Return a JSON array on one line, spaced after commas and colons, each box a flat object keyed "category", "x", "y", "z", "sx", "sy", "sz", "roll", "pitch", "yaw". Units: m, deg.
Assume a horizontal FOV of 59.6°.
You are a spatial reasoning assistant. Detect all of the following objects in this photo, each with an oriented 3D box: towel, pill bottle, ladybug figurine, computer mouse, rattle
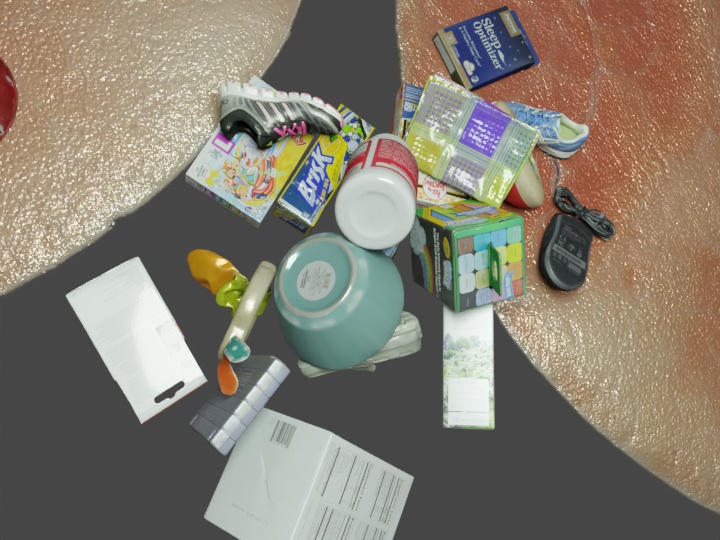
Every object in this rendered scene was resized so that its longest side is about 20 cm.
[{"category": "towel", "x": 0.166, "y": -0.202, "z": 0.998, "sx": 0.198, "sy": 0.023, "sz": 0.145, "roll": 29, "pitch": 107, "yaw": 3}, {"category": "pill bottle", "x": 0.029, "y": -0.125, "z": 0.914, "sx": 0.111, "sy": 0.113, "sz": 0.201, "roll": 28, "pitch": 31, "yaw": -9}, {"category": "ladybug figurine", "x": 0.254, "y": -0.187, "z": 1.074, "sx": 0.202, "sy": 0.071, "sz": 0.137, "roll": 59, "pitch": 25, "yaw": -23}, {"category": "computer mouse", "x": 0.368, "y": -0.040, "z": 1.117, "sx": 0.137, "sy": 0.053, "sz": 0.202, "roll": 35, "pitch": 59, "yaw": -5}, {"category": "rattle", "x": -0.197, "y": 0.056, "z": 0.854, "sx": 0.142, "sy": 0.130, "sz": 0.202, "roll": 38, "pitch": 41, "yaw": -15}]

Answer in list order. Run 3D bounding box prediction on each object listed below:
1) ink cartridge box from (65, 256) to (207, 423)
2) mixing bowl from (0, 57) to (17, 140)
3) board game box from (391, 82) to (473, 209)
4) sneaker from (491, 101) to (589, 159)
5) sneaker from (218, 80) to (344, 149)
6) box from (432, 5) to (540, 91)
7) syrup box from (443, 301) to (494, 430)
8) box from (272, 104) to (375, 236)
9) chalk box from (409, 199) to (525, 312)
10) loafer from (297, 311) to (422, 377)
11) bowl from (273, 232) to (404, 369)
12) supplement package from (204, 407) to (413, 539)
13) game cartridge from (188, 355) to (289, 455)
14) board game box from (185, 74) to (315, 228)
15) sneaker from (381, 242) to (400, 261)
[{"category": "ink cartridge box", "x": -0.309, "y": 0.097, "z": 0.880, "sx": 0.108, "sy": 0.050, "sz": 0.202, "roll": -30, "pitch": 89, "yaw": -21}, {"category": "mixing bowl", "x": -0.578, "y": -0.256, "z": 0.842, "sx": 0.196, "sy": 0.108, "sz": 0.205, "roll": 4, "pitch": 77, "yaw": -17}, {"category": "board game box", "x": 0.125, "y": -0.202, "z": 1.076, "sx": 0.148, "sy": 0.046, "sz": 0.204, "roll": 12, "pitch": 75, "yaw": -14}, {"category": "sneaker", "x": 0.318, "y": -0.266, "z": 1.132, "sx": 0.196, "sy": 0.077, "sz": 0.077, "roll": 13, "pitch": 76, "yaw": -12}, {"category": "sneaker", "x": -0.124, "y": -0.220, "z": 0.950, "sx": 0.196, "sy": 0.074, "sz": 0.089, "roll": 11, "pitch": 79, "yaw": -2}, {"category": "box", "x": 0.242, "y": -0.413, "z": 1.166, "sx": 0.197, "sy": 0.032, "sz": 0.123, "roll": -26, "pitch": 87, "yaw": -21}, {"category": "syrup box", "x": 0.169, "y": 0.144, "z": 0.985, "sx": 0.077, "sy": 0.081, "sz": 0.204, "roll": -1, "pitch": 76, "yaw": 11}, {"category": "box", "x": -0.059, "y": -0.159, "z": 1.002, "sx": 0.069, "sy": 0.064, "sz": 0.202, "roll": 33, "pitch": 71, "yaw": -7}, {"category": "chalk box", "x": 0.170, "y": -0.023, "z": 0.954, "sx": 0.122, "sy": 0.200, "sz": 0.127, "roll": -12, "pitch": 111, "yaw": -18}, {"category": "loafer", "x": 0.002, "y": 0.126, "z": 0.957, "sx": 0.196, "sy": 0.070, "sz": 0.071, "roll": -17, "pitch": 113, "yaw": -8}, {"category": "bowl", "x": -0.044, "y": 0.027, "z": 0.895, "sx": 0.197, "sy": 0.105, "sz": 0.205, "roll": -7, "pitch": 64, "yaw": 15}, {"category": "supplement package", "x": -0.060, "y": 0.292, "z": 0.815, "sx": 0.200, "sy": 0.150, "sz": 0.153, "roll": 41, "pitch": 65, "yaw": -43}, {"category": "game cartridge", "x": -0.161, "y": 0.170, "z": 0.828, "sx": 0.038, "sy": 0.199, "sz": 0.130, "roll": 47, "pitch": 70, "yaw": -11}, {"category": "board game box", "x": -0.165, "y": -0.188, "z": 0.991, "sx": 0.133, "sy": 0.034, "sz": 0.202, "roll": 31, "pitch": 72, "yaw": -8}, {"category": "sneaker", "x": 0.000, "y": 0.000, "z": 0.991, "sx": 0.077, "sy": 0.076, "sz": 0.202, "roll": 26, "pitch": 66, "yaw": 3}]
